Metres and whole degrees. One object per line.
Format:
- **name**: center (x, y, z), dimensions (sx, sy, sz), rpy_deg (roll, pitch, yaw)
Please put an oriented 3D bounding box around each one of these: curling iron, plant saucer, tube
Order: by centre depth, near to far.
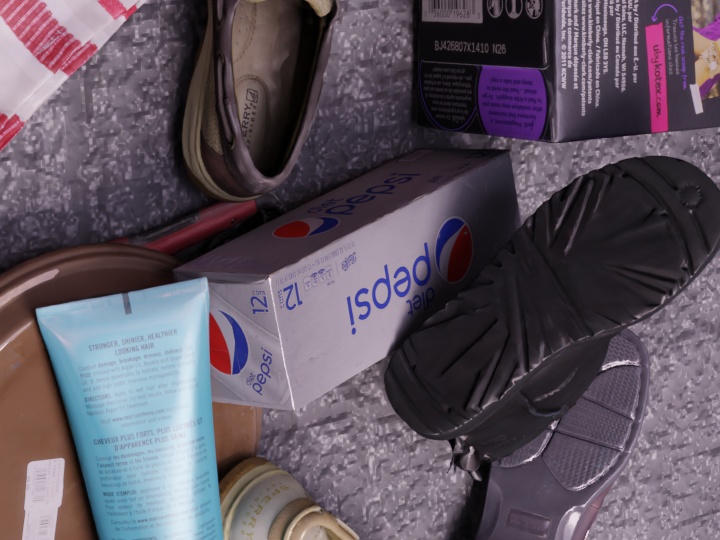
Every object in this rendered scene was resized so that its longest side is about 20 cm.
- **tube**: center (-0.095, 0.103, 0.963), dimensions (0.077, 0.050, 0.201), rpy_deg (-13, 113, -15)
- **plant saucer**: center (-0.127, 0.086, 0.981), dimensions (0.199, 0.029, 0.201), rpy_deg (-14, 116, -31)
- **curling iron**: center (-0.115, 0.007, 0.993), dimensions (0.199, 0.026, 0.050), rpy_deg (-20, 106, -30)

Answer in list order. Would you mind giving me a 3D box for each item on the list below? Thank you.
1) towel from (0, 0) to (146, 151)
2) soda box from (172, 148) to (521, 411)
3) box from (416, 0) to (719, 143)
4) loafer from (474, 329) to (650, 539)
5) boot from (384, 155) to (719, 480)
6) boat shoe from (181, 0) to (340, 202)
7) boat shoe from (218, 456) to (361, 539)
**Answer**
- **towel**: center (-0.177, -0.135, 0.929), dimensions (0.200, 0.023, 0.144), rpy_deg (-48, 120, -18)
- **soda box**: center (0.000, 0.000, 1.014), dimensions (0.200, 0.063, 0.069), rpy_deg (-29, 115, -47)
- **box**: center (0.140, -0.129, 1.084), dimensions (0.199, 0.122, 0.107), rpy_deg (-7, 102, -34)
- **loafer**: center (0.101, 0.124, 1.151), dimensions (0.072, 0.063, 0.201), rpy_deg (22, 82, 7)
- **boot**: center (0.101, 0.027, 1.044), dimensions (0.198, 0.074, 0.162), rpy_deg (-38, 164, 6)
- **boat shoe**: center (-0.039, -0.132, 0.992), dimensions (0.073, 0.065, 0.201), rpy_deg (3, 91, -31)
- **boat shoe**: center (-0.010, 0.169, 1.052), dimensions (0.073, 0.063, 0.201), rpy_deg (-48, 136, -19)
